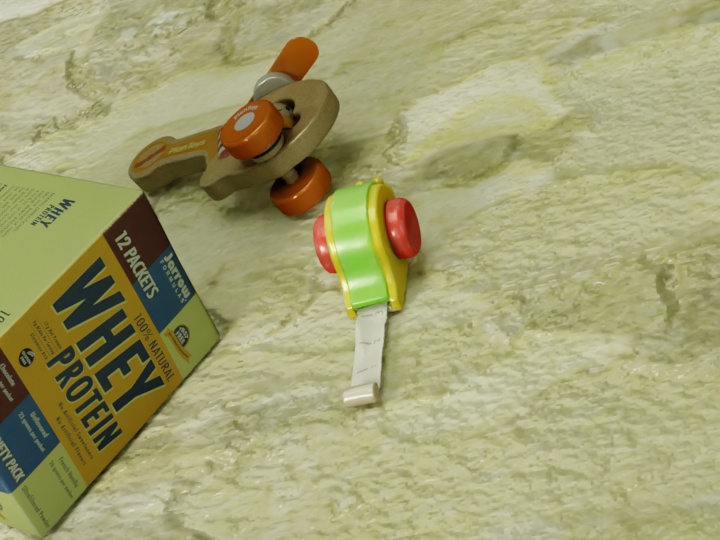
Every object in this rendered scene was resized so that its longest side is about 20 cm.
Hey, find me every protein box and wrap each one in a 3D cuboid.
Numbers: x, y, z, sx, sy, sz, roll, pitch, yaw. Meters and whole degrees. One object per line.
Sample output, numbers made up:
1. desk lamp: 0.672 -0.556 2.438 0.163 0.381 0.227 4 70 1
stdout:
1. protein box: -0.245 0.045 1.334 0.200 0.135 0.199 11 48 41

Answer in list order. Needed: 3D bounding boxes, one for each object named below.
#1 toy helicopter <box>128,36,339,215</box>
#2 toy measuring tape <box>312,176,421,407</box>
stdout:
1. toy helicopter: -0.097 -0.103 1.490 0.200 0.079 0.132 -11 43 40
2. toy measuring tape: 0.000 0.000 1.299 0.074 0.074 0.200 -13 37 18
